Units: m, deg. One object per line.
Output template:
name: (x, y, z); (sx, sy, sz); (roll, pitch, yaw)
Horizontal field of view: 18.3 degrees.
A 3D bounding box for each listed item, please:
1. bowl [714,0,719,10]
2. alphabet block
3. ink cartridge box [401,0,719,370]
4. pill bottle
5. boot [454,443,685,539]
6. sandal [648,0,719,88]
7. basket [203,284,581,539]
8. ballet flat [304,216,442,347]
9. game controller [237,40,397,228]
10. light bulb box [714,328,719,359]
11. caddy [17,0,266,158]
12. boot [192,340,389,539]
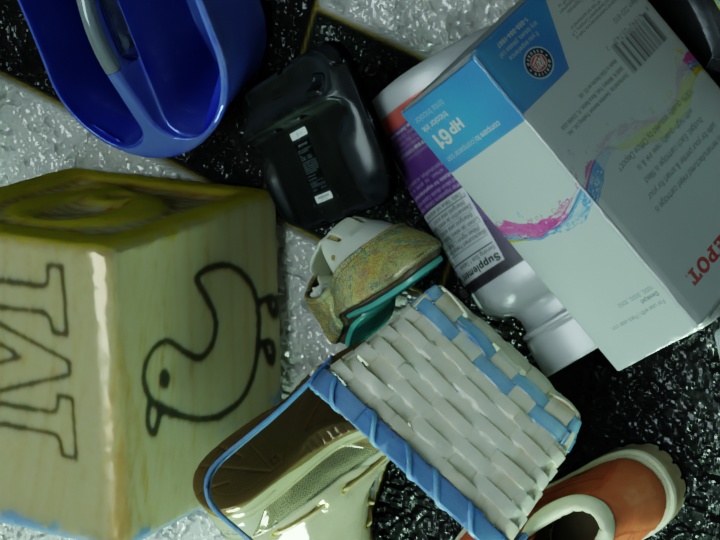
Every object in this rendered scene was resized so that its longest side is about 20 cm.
bowl: (0.292, -0.195, 1.202); (0.199, 0.200, 0.108); (-4, 58, 32)
alphabet block: (-0.181, 0.051, 1.516); (0.195, 0.195, 0.201); (7, 107, 31)
ink cartridge box: (0.143, -0.066, 1.286); (0.200, 0.145, 0.085); (49, 140, -4)
pill bottle: (0.098, -0.041, 1.372); (0.111, 0.111, 0.201); (-33, 85, 33)
boot: (0.106, 0.181, 1.430); (0.200, 0.107, 0.075); (-38, 84, 34)
sandal: (0.179, -0.160, 1.331); (0.200, 0.043, 0.076); (51, 122, 11)
basket: (0.029, 0.124, 1.353); (0.200, 0.139, 0.176); (-44, 83, -7)
ballet flat: (0.000, 0.000, 1.417); (0.071, 0.070, 0.200); (58, 165, 6)
game controller: (-0.028, -0.082, 1.426); (0.105, 0.042, 0.200); (60, 162, -5)
light bulb box: (0.331, 0.101, 1.258); (0.199, 0.125, 0.200); (-10, 97, 34)
caddy: (-0.150, -0.173, 1.467); (0.141, 0.105, 0.201); (-7, 116, 32)
boot: (-0.003, 0.139, 1.496); (0.073, 0.199, 0.156); (45, 165, 42)
